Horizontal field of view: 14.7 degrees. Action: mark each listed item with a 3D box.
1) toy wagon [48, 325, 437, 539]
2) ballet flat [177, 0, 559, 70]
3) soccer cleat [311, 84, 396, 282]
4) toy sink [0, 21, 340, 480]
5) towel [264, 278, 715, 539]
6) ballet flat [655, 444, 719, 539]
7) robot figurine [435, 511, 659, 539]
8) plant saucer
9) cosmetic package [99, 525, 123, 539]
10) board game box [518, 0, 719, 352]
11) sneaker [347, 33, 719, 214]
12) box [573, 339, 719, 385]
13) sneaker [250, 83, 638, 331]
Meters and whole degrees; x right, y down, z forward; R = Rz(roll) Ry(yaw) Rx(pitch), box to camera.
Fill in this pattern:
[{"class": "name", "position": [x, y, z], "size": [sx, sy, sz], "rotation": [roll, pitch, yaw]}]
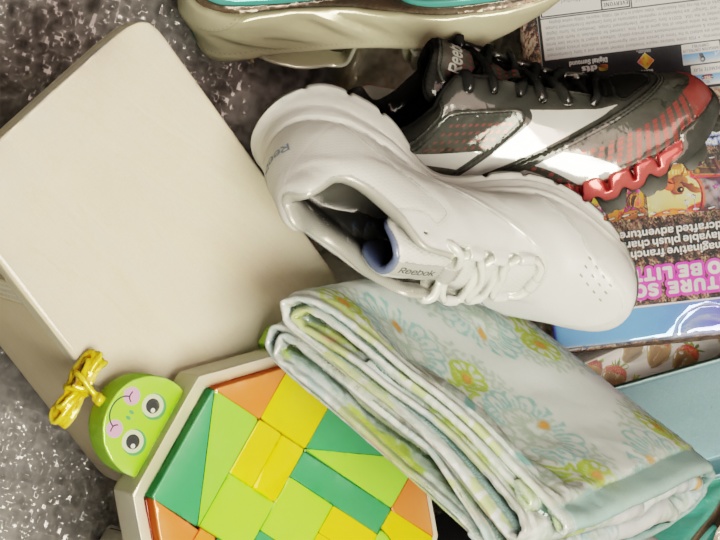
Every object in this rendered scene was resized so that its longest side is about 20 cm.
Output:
[{"class": "toy wagon", "position": [-0.056, 0.105, 1.299], "size": [0.200, 0.040, 0.155], "rotation": [36, 76, -27]}, {"class": "ballet flat", "position": [0.008, -0.131, 1.398], "size": [0.199, 0.069, 0.070], "rotation": [-1, 93, -2]}, {"class": "soccer cleat", "position": [0.000, 0.000, 1.431], "size": [0.085, 0.069, 0.201], "rotation": [24, 78, -17]}, {"class": "toy sink", "position": [-0.116, -0.008, 1.342], "size": [0.130, 0.112, 0.200], "rotation": [-45, 115, -19]}, {"class": "towel", "position": [0.064, 0.064, 1.299], "size": [0.048, 0.171, 0.200], "rotation": [-55, 159, 19]}, {"class": "ballet flat", "position": [0.175, 0.127, 1.528], "size": [0.070, 0.067, 0.200], "rotation": [33, 69, 17]}, {"class": "robot figurine", "position": [0.089, 0.179, 1.404], "size": [0.125, 0.200, 0.150], "rotation": [-48, 111, -17]}, {"class": "plant saucer", "position": [0.189, 0.076, 1.484], "size": [0.199, 0.019, 0.070], "rotation": [-15, 113, -11]}, {"class": "cosmetic package", "position": [-0.053, 0.214, 1.388], "size": [0.200, 0.105, 0.071], "rotation": [39, 73, -21]}, {"class": "board game box", "position": [0.171, -0.064, 1.444], "size": [0.159, 0.097, 0.201], "rotation": [-6, 88, 7]}, {"class": "sneaker", "position": [0.076, -0.073, 1.358], "size": [0.200, 0.071, 0.098], "rotation": [-14, 114, 3]}, {"class": "box", "position": [0.109, 0.069, 1.500], "size": [0.200, 0.041, 0.039], "rotation": [-22, 102, -26]}, {"class": "sneaker", "position": [0.039, -0.011, 1.298], "size": [0.199, 0.087, 0.075], "rotation": [21, 120, -13]}]
